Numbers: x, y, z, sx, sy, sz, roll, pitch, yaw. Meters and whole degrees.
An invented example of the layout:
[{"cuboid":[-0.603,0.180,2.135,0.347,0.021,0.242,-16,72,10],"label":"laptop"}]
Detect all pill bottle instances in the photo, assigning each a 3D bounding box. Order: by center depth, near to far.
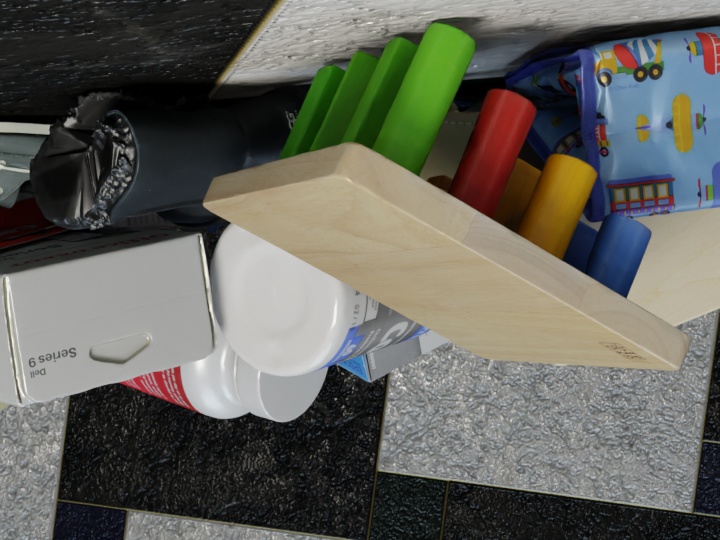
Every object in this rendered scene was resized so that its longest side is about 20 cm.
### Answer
[{"cuboid":[0.000,0.000,1.036,0.114,0.114,0.200,-5,-174,37],"label":"pill bottle"},{"cuboid":[-0.125,0.046,1.129,0.200,0.113,0.112,16,-167,34],"label":"pill bottle"}]

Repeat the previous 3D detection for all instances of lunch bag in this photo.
[{"cuboid":[0.175,-0.097,0.869,0.150,0.094,0.200,-8,-167,-6],"label":"lunch bag"}]

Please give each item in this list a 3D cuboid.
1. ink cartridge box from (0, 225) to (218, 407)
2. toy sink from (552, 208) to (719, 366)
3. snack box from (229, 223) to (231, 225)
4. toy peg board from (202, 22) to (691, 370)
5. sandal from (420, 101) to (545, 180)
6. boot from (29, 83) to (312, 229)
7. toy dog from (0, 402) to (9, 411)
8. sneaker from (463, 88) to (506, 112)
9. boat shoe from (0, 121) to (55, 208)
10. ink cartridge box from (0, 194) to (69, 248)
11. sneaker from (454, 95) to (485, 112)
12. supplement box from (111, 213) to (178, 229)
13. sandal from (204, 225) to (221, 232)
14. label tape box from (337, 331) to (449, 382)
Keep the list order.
[{"cuboid":[-0.209,0.023,0.990,0.145,0.088,0.200,-15,-166,-37],"label":"ink cartridge box"},{"cuboid":[0.172,-0.008,1.001,0.130,0.112,0.200,-22,179,-3],"label":"toy sink"},{"cuboid":[-0.062,-0.033,1.241,0.072,0.024,0.200,-9,-177,-11],"label":"snack box"},{"cuboid":[0.051,-0.037,0.773,0.199,0.098,0.200,28,168,-20],"label":"toy peg board"},{"cuboid":[0.047,-0.086,0.990,0.211,0.078,0.070,1,-161,4],"label":"sandal"},{"cuboid":[-0.130,-0.064,0.918,0.168,0.077,0.200,-11,178,-39],"label":"boot"},{"cuboid":[-0.322,-0.007,1.191,0.200,0.140,0.194,32,-131,29],"label":"toy dog"},{"cuboid":[0.140,-0.099,1.011,0.199,0.075,0.088,-16,-178,12],"label":"sneaker"},{"cuboid":[-0.232,-0.064,0.969,0.200,0.062,0.073,-6,-177,-37],"label":"boat shoe"},{"cuboid":[-0.288,-0.047,1.030,0.199,0.047,0.160,2,-167,30],"label":"ink cartridge box"},{"cuboid":[0.035,-0.097,1.114,0.199,0.076,0.088,-13,170,10],"label":"sneaker"},{"cuboid":[-0.152,-0.072,1.212,0.199,0.074,0.126,-7,-177,-10],"label":"supplement box"},{"cuboid":[-0.111,-0.068,1.087,0.199,0.087,0.079,-4,-177,-1],"label":"sandal"},{"cuboid":[0.043,0.004,1.231,0.200,0.063,0.144,-26,-151,-26],"label":"label tape box"}]
